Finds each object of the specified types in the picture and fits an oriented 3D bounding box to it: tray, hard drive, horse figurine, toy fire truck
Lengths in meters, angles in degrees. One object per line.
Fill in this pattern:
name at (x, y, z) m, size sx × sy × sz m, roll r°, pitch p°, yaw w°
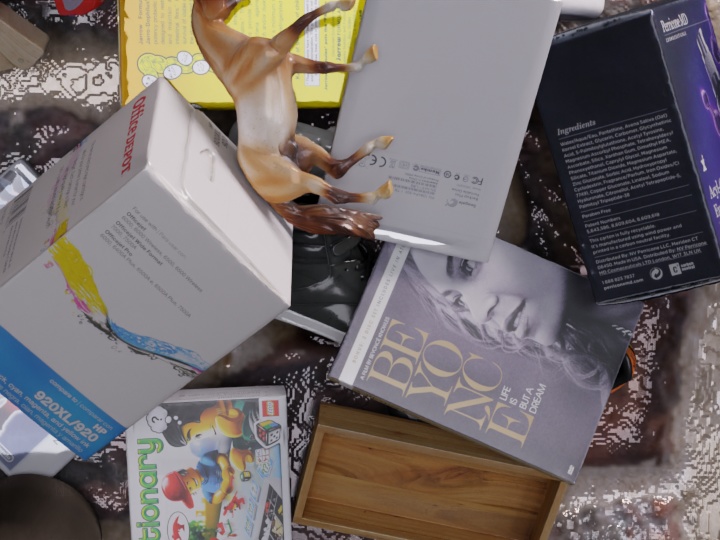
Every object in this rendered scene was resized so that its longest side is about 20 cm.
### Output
tray at (0.054, 0.170, 1.199) m, size 0.200 × 0.037 × 0.099 m, roll 12°, pitch 120°, yaw -5°
hard drive at (0.053, -0.113, 1.082) m, size 0.132 × 0.025 × 0.200 m, roll 12°, pitch 113°, yaw -4°
horse figurine at (-0.046, -0.106, 1.057) m, size 0.132 × 0.050 × 0.200 m, roll -7°, pitch 107°, yaw 22°
toy fire truck at (-0.269, -0.191, 1.103) m, size 0.200 × 0.049 × 0.141 m, roll 1°, pitch 135°, yaw 9°

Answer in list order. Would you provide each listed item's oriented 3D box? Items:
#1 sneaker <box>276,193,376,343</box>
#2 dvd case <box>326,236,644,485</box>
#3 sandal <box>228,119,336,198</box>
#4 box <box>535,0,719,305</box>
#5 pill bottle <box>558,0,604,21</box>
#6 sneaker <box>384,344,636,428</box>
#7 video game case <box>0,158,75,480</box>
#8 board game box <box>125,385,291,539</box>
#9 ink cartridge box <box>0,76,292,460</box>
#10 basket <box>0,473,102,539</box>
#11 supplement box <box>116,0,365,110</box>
sneaker at (0.000, 0.000, 1.166) m, size 0.200 × 0.071 × 0.099 m, roll 18°, pitch 118°, yaw -1°
dvd case at (0.095, 0.052, 1.132) m, size 0.200 × 0.016 × 0.149 m, roll 24°, pitch 78°, yaw -1°
sandal at (-0.001, -0.083, 1.178) m, size 0.202 × 0.082 × 0.050 m, roll 23°, pitch 51°, yaw -4°
box at (0.215, -0.094, 1.130) m, size 0.104 × 0.148 × 0.200 m, roll -14°, pitch 99°, yaw 30°
pill bottle at (0.130, -0.290, 1.137) m, size 0.112 × 0.112 × 0.200 m, roll 1°, pitch 95°, yaw -3°
sneaker at (0.117, 0.082, 1.183) m, size 0.200 × 0.090 × 0.070 m, roll -12°, pitch 96°, yaw -2°
video game case at (-0.262, 0.046, 1.192) m, size 0.182 × 0.023 × 0.200 m, roll -43°, pitch 96°, yaw 1°
board game box at (-0.118, 0.193, 1.199) m, size 0.126 × 0.035 × 0.200 m, roll -3°, pitch 101°, yaw -4°
ink cartridge box at (-0.165, -0.002, 1.069) m, size 0.200 × 0.147 × 0.145 m, roll -37°, pitch 116°, yaw 18°
basket at (-0.256, 0.244, 1.113) m, size 0.180 × 0.200 × 0.136 m, roll 29°, pitch 106°, yaw -11°
supplement box at (-0.077, -0.175, 1.138) m, size 0.200 × 0.109 × 0.110 m, roll -1°, pitch 96°, yaw -3°
